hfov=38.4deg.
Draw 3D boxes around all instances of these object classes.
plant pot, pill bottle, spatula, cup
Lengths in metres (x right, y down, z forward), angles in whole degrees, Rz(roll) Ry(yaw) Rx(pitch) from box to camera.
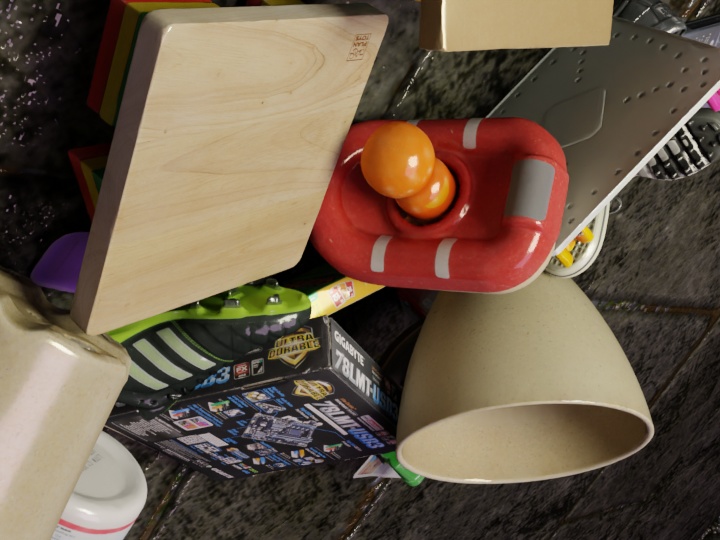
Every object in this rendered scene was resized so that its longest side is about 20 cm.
[{"bbox_3d":[-0.239,0.098,0.621,0.184,0.200,0.200,-56,147,-2],"label":"plant pot"},{"bbox_3d":[-0.255,0.221,0.791,0.108,0.109,0.201,11,118,-52],"label":"pill bottle"},{"bbox_3d":[-0.142,-0.002,0.751,0.199,0.021,0.057,2,137,-52],"label":"spatula"},{"bbox_3d":[0.122,0.074,0.830,0.198,0.145,0.201,-3,152,-2],"label":"cup"}]

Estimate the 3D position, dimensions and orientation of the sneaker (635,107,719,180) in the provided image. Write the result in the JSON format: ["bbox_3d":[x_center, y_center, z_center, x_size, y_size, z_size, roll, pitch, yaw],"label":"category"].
[{"bbox_3d":[0.274,-0.124,0.977,0.090,0.067,0.199,-43,-167,-30],"label":"sneaker"}]

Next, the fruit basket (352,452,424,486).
[{"bbox_3d":[0.089,0.164,1.127,0.186,0.094,0.200,-49,150,5],"label":"fruit basket"}]

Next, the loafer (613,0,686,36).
[{"bbox_3d":[0.216,-0.154,0.936,0.068,0.070,0.202,8,121,-52],"label":"loafer"}]

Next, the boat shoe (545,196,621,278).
[{"bbox_3d":[0.177,-0.064,0.852,0.074,0.201,0.062,-25,125,27],"label":"boat shoe"}]

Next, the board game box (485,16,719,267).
[{"bbox_3d":[0.175,-0.112,0.826,0.200,0.200,0.026,-46,121,1],"label":"board game box"}]

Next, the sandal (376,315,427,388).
[{"bbox_3d":[0.091,0.073,0.937,0.198,0.055,0.082,-27,142,-14],"label":"sandal"}]

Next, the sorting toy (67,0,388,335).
[{"bbox_3d":[-0.096,-0.081,0.652,0.199,0.069,0.200,-21,140,-51],"label":"sorting toy"}]

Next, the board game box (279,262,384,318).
[{"bbox_3d":[0.000,0.000,0.854,0.199,0.095,0.030,-23,100,-28],"label":"board game box"}]

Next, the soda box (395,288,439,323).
[{"bbox_3d":[0.130,-0.016,0.993,0.199,0.070,0.064,-38,145,-11],"label":"soda box"}]

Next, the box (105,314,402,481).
[{"bbox_3d":[-0.075,0.112,0.834,0.196,0.050,0.200,-15,151,18],"label":"box"}]

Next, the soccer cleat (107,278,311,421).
[{"bbox_3d":[-0.129,0.057,0.731,0.197,0.068,0.082,-11,111,-1],"label":"soccer cleat"}]

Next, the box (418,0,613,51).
[{"bbox_3d":[0.101,-0.232,0.604,0.162,0.021,0.203,-13,112,-40],"label":"box"}]

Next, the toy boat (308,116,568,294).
[{"bbox_3d":[0.041,-0.061,0.736,0.131,0.198,0.132,40,59,-55],"label":"toy boat"}]

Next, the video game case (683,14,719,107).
[{"bbox_3d":[0.345,-0.198,1.081,0.199,0.019,0.144,-21,141,-34],"label":"video game case"}]
